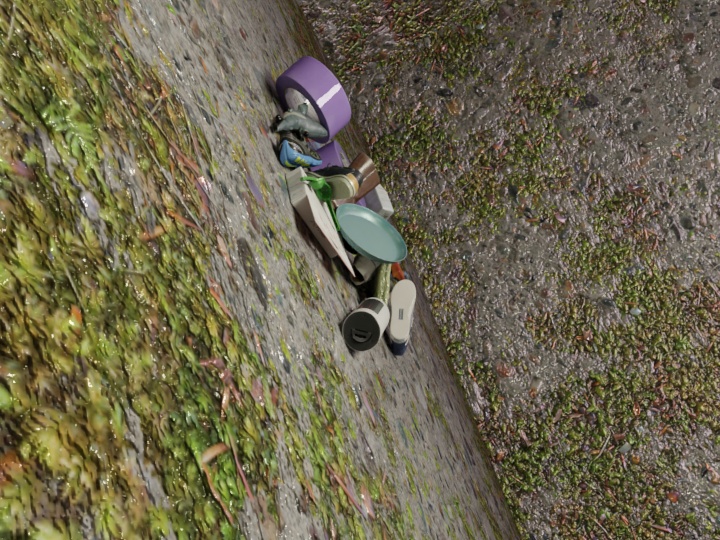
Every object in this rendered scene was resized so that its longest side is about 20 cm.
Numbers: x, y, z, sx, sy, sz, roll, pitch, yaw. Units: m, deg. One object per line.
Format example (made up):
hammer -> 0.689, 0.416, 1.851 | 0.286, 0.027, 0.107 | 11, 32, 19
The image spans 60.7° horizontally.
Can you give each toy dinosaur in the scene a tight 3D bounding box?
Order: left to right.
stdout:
toy dinosaur -> 0.092, 0.003, 1.865 | 0.182, 0.103, 0.204 | 49, -18, 61

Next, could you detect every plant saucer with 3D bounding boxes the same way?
plant saucer -> 0.022, -0.083, 1.455 | 0.196, 0.028, 0.202 | 27, 30, -17

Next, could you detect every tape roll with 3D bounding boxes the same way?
tape roll -> -0.120, -0.432, 1.570 | 0.199, 0.085, 0.201 | 42, -17, 16
tape roll -> -0.062, -0.242, 1.672 | 0.203, 0.083, 0.201 | 62, 11, -21

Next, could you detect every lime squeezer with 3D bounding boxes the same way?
lime squeezer -> -0.088, -0.165, 1.302 | 0.201, 0.037, 0.073 | 54, 43, -57

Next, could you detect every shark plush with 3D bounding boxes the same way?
shark plush -> -0.145, -0.347, 1.447 | 0.083, 0.092, 0.200 | 37, 11, 11

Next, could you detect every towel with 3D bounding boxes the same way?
towel -> 0.057, 0.020, 1.565 | 0.149, 0.035, 0.206 | 101, -5, -71

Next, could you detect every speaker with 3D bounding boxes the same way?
speaker -> 0.015, 0.111, 1.298 | 0.083, 0.080, 0.200 | 65, 10, -1

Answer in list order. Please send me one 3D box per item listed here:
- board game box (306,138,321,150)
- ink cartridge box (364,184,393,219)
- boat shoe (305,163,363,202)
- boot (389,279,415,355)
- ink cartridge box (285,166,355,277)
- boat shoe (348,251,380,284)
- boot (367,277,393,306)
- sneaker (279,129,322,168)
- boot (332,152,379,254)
board game box -> -0.138, -0.365, 1.787 | 0.201, 0.019, 0.105 | 53, 15, -56
ink cartridge box -> 0.010, -0.195, 1.784 | 0.046, 0.160, 0.204 | 13, 45, -35
boat shoe -> -0.066, -0.198, 1.383 | 0.197, 0.062, 0.076 | 9, -47, 50
boot -> 0.111, 0.129, 1.698 | 0.092, 0.070, 0.204 | 89, 12, -51
ink cartridge box -> -0.087, -0.095, 1.327 | 0.201, 0.044, 0.179 | 56, 13, -47
boat shoe -> 0.000, 0.000, 1.525 | 0.071, 0.070, 0.200 | 49, -11, 1
boot -> 0.058, 0.083, 1.723 | 0.200, 0.066, 0.135 | 37, 42, -72
sneaker -> -0.136, -0.275, 1.393 | 0.199, 0.069, 0.085 | -17, 98, -78
boot -> -0.003, -0.172, 1.560 | 0.063, 0.201, 0.189 | 7, -43, 48
